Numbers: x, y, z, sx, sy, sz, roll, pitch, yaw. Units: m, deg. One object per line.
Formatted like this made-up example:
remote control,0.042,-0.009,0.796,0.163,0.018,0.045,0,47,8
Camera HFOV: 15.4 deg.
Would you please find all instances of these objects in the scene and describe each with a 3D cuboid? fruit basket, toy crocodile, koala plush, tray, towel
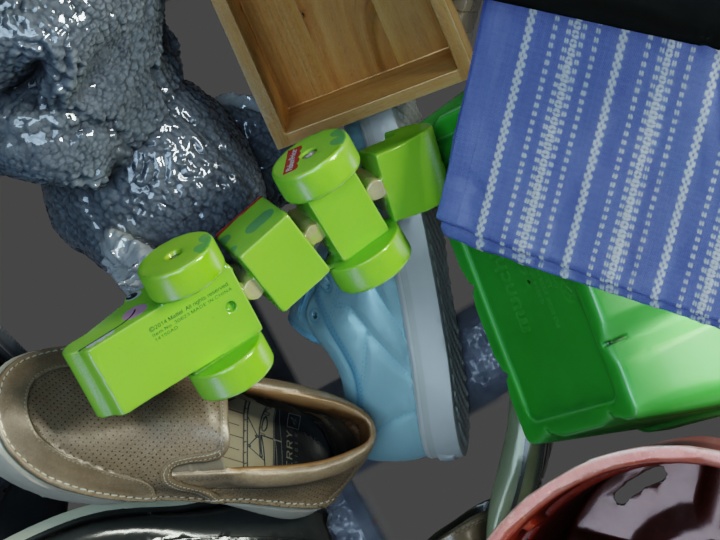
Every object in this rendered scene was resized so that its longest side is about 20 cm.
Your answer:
fruit basket,0.153,-0.032,1.243,0.214,0.155,0.217,7,75,-29
toy crocodile,-0.044,-0.004,1.185,0.200,0.062,0.068,-37,114,-10
koala plush,-0.118,-0.062,1.249,0.200,0.178,0.183,46,132,-15
tray,-0.030,-0.162,1.188,0.098,0.037,0.201,-19,115,10
towel,0.131,-0.056,1.120,0.199,0.024,0.146,20,108,25

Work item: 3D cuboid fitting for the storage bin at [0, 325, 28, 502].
storage bin,-0.252,0.035,1.270,0.199,0.135,0.094,27,76,32

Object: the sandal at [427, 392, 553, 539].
sandal,0.053,0.136,1.294,0.057,0.080,0.202,12,89,4

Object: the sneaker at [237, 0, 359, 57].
sneaker,-0.051,-0.207,1.250,0.075,0.116,0.201,-11,117,7

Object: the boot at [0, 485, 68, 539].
boot,-0.161,0.167,1.335,0.199,0.076,0.169,12,102,16

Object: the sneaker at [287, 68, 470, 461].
sneaker,0.000,0.000,1.283,0.081,0.074,0.201,-7,100,9

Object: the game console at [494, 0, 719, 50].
game console,0.110,-0.199,1.123,0.199,0.116,0.177,15,106,25

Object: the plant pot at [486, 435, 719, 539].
plant pot,0.152,0.164,1.215,0.199,0.195,0.202,1,96,11

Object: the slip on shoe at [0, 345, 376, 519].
slip on shoe,-0.083,0.073,1.230,0.060,0.199,0.077,-32,51,46

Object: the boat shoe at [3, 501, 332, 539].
boat shoe,-0.102,0.148,1.276,0.200,0.074,0.063,-9,61,-28

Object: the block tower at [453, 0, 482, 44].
block tower,0.047,-0.199,1.271,0.057,0.054,0.201,18,98,8
